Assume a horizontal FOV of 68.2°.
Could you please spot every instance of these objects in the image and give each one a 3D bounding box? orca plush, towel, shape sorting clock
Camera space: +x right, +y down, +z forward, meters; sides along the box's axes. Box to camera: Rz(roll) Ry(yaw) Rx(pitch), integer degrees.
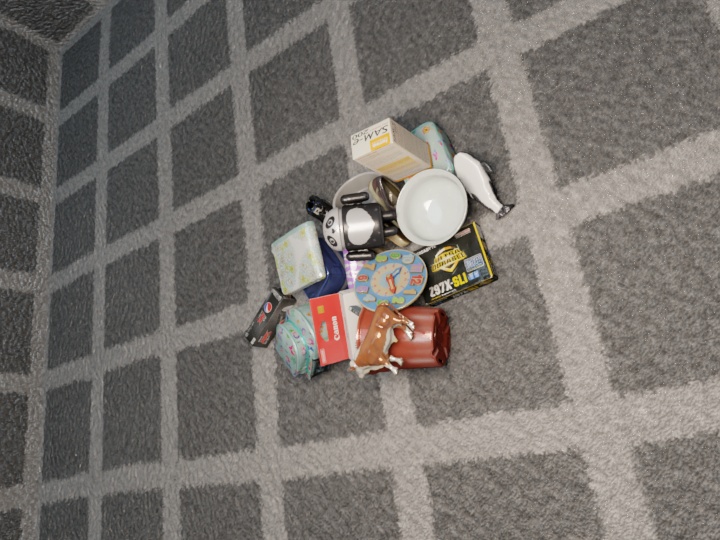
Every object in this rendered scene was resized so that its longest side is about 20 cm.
[{"bbox_3d":[0.323,-0.230,1.387,0.200,0.071,0.105,41,123,13],"label":"orca plush"},{"bbox_3d":[-0.181,-0.032,1.558,0.200,0.048,0.172,-26,76,45],"label":"towel"},{"bbox_3d":[0.076,0.023,1.384,0.199,0.039,0.200,-9,51,12],"label":"shape sorting clock"}]

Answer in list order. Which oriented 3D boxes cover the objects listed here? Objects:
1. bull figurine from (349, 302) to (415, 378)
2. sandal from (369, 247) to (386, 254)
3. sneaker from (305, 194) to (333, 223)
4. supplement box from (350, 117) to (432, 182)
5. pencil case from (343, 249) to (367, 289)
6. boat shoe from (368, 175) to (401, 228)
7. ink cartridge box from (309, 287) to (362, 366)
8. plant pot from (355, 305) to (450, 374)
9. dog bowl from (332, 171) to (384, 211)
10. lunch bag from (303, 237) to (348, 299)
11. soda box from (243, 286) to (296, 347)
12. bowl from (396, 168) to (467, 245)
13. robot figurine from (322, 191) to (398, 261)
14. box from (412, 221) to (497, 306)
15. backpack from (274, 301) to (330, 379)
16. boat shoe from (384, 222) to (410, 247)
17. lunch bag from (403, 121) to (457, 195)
[{"bbox_3d":[0.051,0.181,1.277,0.121,0.065,0.200,22,99,14],"label":"bull figurine"},{"bbox_3d":[0.084,-0.014,1.500,0.054,0.080,0.200,-49,48,-9],"label":"sandal"},{"bbox_3d":[-0.103,-0.161,1.650,0.200,0.112,0.073,43,106,34],"label":"sneaker"},{"bbox_3d":[0.084,-0.311,1.398,0.126,0.200,0.074,-16,71,34],"label":"supplement box"},{"bbox_3d":[0.000,0.000,1.522,0.085,0.084,0.201,-11,91,28],"label":"pencil case"},{"bbox_3d":[0.105,-0.182,1.470,0.072,0.200,0.065,-46,9,-19],"label":"boat shoe"},{"bbox_3d":[-0.036,0.156,1.456,0.045,0.176,0.201,-155,54,-67],"label":"ink cartridge box"},{"bbox_3d":[0.120,0.173,1.378,0.195,0.201,0.201,-2,78,27],"label":"plant pot"},{"bbox_3d":[0.006,-0.211,1.566,0.200,0.059,0.200,-20,44,21],"label":"dog bowl"},{"bbox_3d":[-0.113,-0.011,1.615,0.200,0.132,0.136,56,128,30],"label":"lunch bag"},{"bbox_3d":[-0.296,0.155,1.743,0.063,0.071,0.200,42,104,36],"label":"soda box"},{"bbox_3d":[0.202,-0.161,1.402,0.201,0.090,0.202,-2,87,33],"label":"bowl"},{"bbox_3d":[-0.001,-0.117,1.428,0.199,0.125,0.151,-6,53,2],"label":"robot figurine"},{"bbox_3d":[0.245,-0.013,1.408,0.200,0.049,0.160,-26,68,29],"label":"box"},{"bbox_3d":[-0.159,0.197,1.546,0.178,0.150,0.200,48,136,35],"label":"backpack"},{"bbox_3d":[0.067,-0.111,1.546,0.200,0.072,0.065,41,109,40],"label":"boat shoe"},{"bbox_3d":[0.184,-0.305,1.499,0.160,0.077,0.200,-32,63,28],"label":"lunch bag"}]
